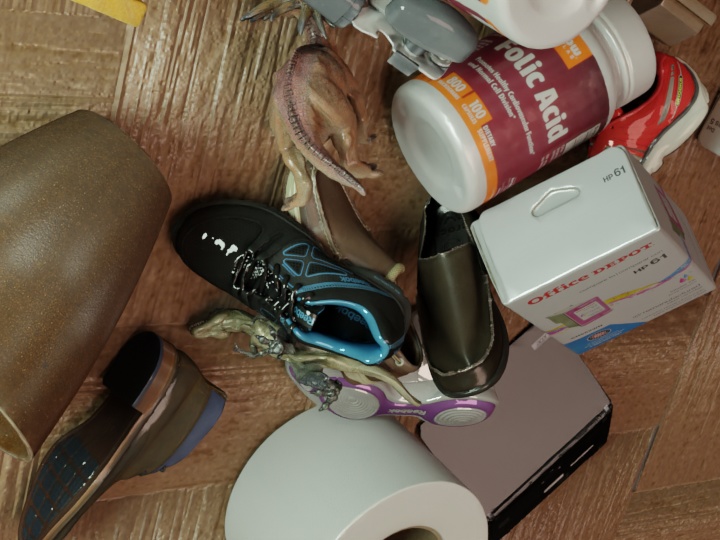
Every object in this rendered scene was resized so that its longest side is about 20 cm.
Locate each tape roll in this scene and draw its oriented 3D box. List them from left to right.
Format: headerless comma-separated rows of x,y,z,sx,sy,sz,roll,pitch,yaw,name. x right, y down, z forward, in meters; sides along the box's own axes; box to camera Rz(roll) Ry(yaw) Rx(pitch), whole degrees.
-0.004,0.236,1.415,0.201,0.139,0.205,-20,129,-26,tape roll

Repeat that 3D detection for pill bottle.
0.084,-0.246,1.128,0.113,0.200,0.115,-20,129,-27,pill bottle
0.135,-0.143,1.285,0.199,0.114,0.115,-31,133,-18,pill bottle

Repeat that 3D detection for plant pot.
-0.227,-0.009,1.076,0.200,0.186,0.188,-50,137,-21,plant pot

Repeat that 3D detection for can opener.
-0.003,-0.210,1.123,0.199,0.054,0.067,34,138,-19,can opener

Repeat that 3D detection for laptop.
0.158,0.166,1.587,0.177,0.103,0.200,-40,160,-9,laptop

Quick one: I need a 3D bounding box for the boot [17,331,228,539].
-0.187,0.154,1.266,0.097,0.075,0.201,34,92,-42,boot

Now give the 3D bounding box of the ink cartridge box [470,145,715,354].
0.200,-0.012,1.337,0.144,0.085,0.200,-28,154,17,ink cartridge box

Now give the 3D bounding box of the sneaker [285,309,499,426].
0.025,0.081,1.396,0.198,0.101,0.075,11,148,-22,sneaker

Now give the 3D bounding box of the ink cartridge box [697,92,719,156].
0.448,-0.113,1.536,0.199,0.145,0.085,11,110,-42,ink cartridge box

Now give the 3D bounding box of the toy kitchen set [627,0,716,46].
0.325,-0.250,1.326,0.199,0.180,0.164,24,103,-40,toy kitchen set

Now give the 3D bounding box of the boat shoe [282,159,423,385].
0.003,-0.003,1.277,0.075,0.074,0.204,-52,129,-49,boat shoe

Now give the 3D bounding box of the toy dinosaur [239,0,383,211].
-0.038,-0.134,1.145,0.085,0.201,0.137,-10,128,4,toy dinosaur

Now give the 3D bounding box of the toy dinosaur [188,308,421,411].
-0.044,0.070,1.249,0.088,0.198,0.048,-52,164,-80,toy dinosaur

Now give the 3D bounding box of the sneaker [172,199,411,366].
-0.053,0.008,1.207,0.198,0.082,0.074,23,110,-1,sneaker

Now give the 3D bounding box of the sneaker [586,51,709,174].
0.225,-0.113,1.431,0.085,0.077,0.201,38,91,-25,sneaker

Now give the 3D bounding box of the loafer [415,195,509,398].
0.072,0.014,1.305,0.072,0.202,0.072,-19,139,14,loafer

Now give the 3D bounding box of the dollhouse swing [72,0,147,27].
-0.191,-0.283,0.924,0.201,0.181,0.175,-61,154,12,dollhouse swing
